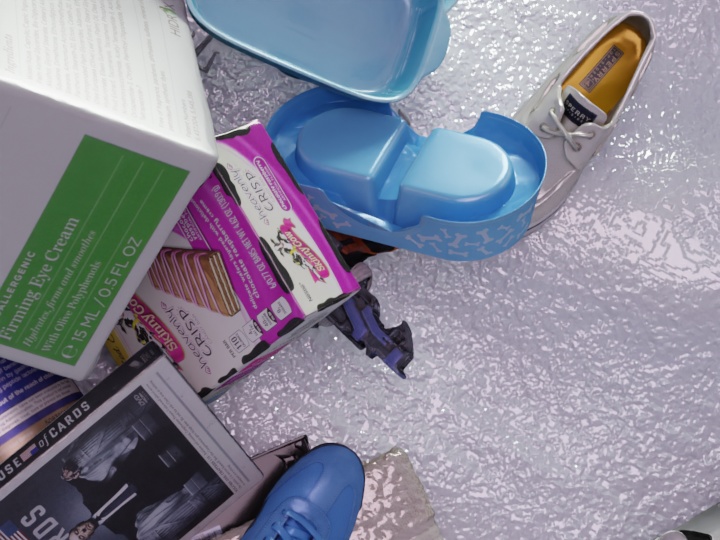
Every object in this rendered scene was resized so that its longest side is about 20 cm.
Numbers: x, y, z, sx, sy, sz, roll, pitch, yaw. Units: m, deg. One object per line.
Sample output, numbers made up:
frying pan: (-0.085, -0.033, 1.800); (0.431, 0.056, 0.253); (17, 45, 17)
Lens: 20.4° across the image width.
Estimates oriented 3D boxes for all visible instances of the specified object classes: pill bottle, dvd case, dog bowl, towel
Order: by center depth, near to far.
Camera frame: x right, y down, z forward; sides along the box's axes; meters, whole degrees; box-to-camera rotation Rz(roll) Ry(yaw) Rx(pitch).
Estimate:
dvd case: (-0.178, 0.157, 1.351); (0.200, 0.150, 0.025); (-40, 43, -6)
dog bowl: (0.030, -0.065, 1.374); (0.199, 0.050, 0.112); (15, 49, 18)
pill bottle: (-0.279, 0.059, 1.382); (0.116, 0.116, 0.200); (-34, 85, -9)
towel: (-0.030, 0.223, 1.409); (0.199, 0.034, 0.133); (-26, 92, -8)

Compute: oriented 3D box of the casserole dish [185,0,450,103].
casserole dish: (-0.035, -0.187, 1.376); (0.199, 0.039, 0.122); (23, 72, -15)

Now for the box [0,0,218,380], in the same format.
box: (-0.218, -0.080, 1.296); (0.171, 0.200, 0.199); (19, 121, -26)

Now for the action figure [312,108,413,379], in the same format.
action figure: (0.000, 0.000, 1.425); (0.193, 0.105, 0.200); (-36, 64, -4)

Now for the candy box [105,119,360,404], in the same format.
candy box: (-0.106, 0.007, 1.366); (0.061, 0.200, 0.137); (-26, 81, -43)

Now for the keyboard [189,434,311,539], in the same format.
keyboard: (-0.125, 0.167, 1.426); (0.199, 0.021, 0.127); (-22, 90, -9)

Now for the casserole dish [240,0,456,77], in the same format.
casserole dish: (-0.013, -0.212, 1.452); (0.200, 0.039, 0.121); (-33, 99, -30)

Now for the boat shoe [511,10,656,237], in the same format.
boat shoe: (0.153, -0.110, 1.469); (0.071, 0.070, 0.200); (39, 79, 2)

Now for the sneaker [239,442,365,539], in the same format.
sneaker: (-0.060, 0.204, 1.352); (0.066, 0.078, 0.200); (38, 82, -2)

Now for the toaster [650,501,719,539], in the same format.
toaster: (0.288, 0.252, 1.396); (0.180, 0.119, 0.200); (-29, 84, -8)

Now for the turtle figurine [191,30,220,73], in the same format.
turtle figurine: (-0.178, -0.185, 1.444); (0.200, 0.101, 0.150); (-45, 127, -9)
